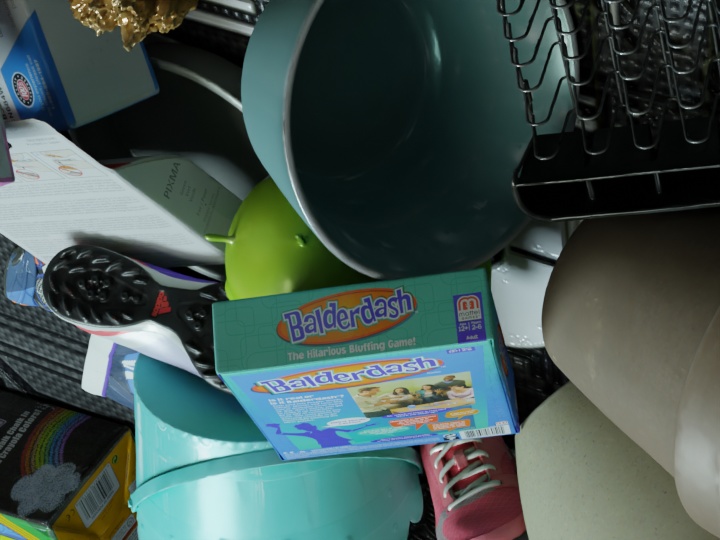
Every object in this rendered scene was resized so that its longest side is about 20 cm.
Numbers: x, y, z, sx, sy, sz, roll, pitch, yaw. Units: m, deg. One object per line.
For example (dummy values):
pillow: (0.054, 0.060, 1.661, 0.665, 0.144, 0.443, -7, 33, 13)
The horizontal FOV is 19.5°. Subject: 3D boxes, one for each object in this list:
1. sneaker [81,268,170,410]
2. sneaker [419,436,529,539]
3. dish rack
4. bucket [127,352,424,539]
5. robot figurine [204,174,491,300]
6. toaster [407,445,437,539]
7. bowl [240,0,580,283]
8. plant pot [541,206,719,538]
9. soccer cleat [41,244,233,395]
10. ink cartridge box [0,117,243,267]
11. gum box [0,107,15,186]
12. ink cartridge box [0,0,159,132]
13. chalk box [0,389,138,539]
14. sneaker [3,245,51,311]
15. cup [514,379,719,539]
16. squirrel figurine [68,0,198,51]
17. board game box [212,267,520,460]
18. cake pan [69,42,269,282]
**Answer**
sneaker: (-0.120, 0.052, 1.528, 0.146, 0.081, 0.200, 16, 149, -5)
sneaker: (0.067, 0.136, 1.401, 0.087, 0.074, 0.200, 63, -178, -18)
dish rack: (0.140, -0.121, 1.084, 0.153, 0.055, 0.200, -6, 131, 15)
bucket: (-0.060, 0.116, 1.429, 0.207, 0.207, 0.135, 15, 128, 28)
robot figurine: (0.000, 0.000, 1.285, 0.175, 0.116, 0.200, -3, 167, 40)
toaster: (0.047, 0.240, 1.515, 0.200, 0.181, 0.119, 32, 147, 5)
bowl: (0.014, -0.102, 1.162, 0.105, 0.201, 0.201, 22, 148, 53)
plant pot: (0.201, 0.036, 1.161, 0.175, 0.200, 0.200, 29, 148, 40)
soccer cleat: (-0.110, 0.036, 1.380, 0.200, 0.068, 0.073, 19, 175, 14)
ink cartridge box: (-0.193, -0.061, 1.350, 0.161, 0.050, 0.200, -3, 151, 35)
gum box: (-0.286, -0.134, 1.248, 0.113, 0.066, 0.200, -15, 84, 35)
ink cartridge box: (-0.242, -0.157, 1.355, 0.200, 0.084, 0.146, -8, 107, 45)
chalk box: (-0.289, 0.194, 1.808, 0.200, 0.125, 0.124, 12, 139, 33)
sneaker: (-0.214, -0.030, 1.537, 0.078, 0.075, 0.200, 22, 152, 5)
cup: (0.177, 0.130, 1.293, 0.143, 0.200, 0.200, 55, 149, 16)
squirrel figurine: (-0.105, -0.226, 1.131, 0.186, 0.142, 0.200, 20, 114, -8)
board game box: (0.009, 0.058, 1.208, 0.152, 0.045, 0.200, -7, 161, 6)
cake pan: (-0.104, -0.074, 1.406, 0.200, 0.037, 0.200, 24, 144, 19)
